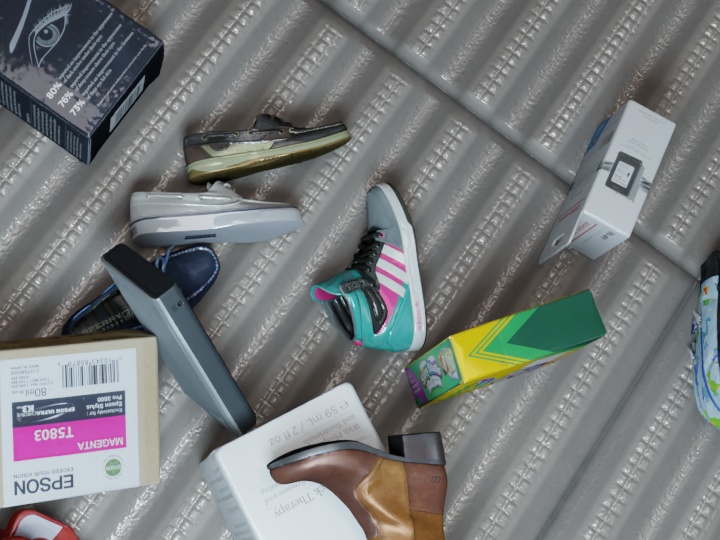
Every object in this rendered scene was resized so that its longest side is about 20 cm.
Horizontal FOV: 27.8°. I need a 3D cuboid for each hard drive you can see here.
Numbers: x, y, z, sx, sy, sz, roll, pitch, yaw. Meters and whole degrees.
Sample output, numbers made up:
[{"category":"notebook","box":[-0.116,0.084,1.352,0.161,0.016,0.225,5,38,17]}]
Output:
[{"category":"hard drive","box":[-0.191,0.074,1.537,0.033,0.139,0.201,-38,125,-17]}]

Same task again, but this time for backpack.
[{"category":"backpack","box":[0.470,0.100,1.729,0.162,0.154,0.201,12,52,-11]}]

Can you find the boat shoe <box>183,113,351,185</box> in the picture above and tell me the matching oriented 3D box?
[{"category":"boat shoe","box":[-0.110,-0.152,1.693,0.199,0.073,0.065,-14,85,-15]}]

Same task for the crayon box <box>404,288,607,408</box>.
[{"category":"crayon box","box":[0.157,0.091,1.623,0.172,0.200,0.059,-18,81,-15]}]

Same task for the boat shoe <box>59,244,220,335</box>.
[{"category":"boat shoe","box":[-0.238,0.037,1.621,0.200,0.069,0.084,-38,87,-18]}]

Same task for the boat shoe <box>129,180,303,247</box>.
[{"category":"boat shoe","box":[-0.166,-0.069,1.666,0.199,0.072,0.066,-6,73,-10]}]

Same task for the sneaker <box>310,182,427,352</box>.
[{"category":"sneaker","box":[0.000,0.000,1.678,0.120,0.084,0.201,-6,79,-23]}]

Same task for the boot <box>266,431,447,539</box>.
[{"category":"boot","box":[0.004,0.269,1.458,0.187,0.068,0.201,-2,84,-22]}]

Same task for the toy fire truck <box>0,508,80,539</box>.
[{"category":"toy fire truck","box":[-0.345,0.360,1.510,0.168,0.112,0.201,32,71,-28]}]

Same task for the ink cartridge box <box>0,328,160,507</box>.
[{"category":"ink cartridge box","box":[-0.314,0.152,1.523,0.199,0.075,0.166,-5,96,-31]}]

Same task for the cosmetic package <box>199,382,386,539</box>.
[{"category":"cosmetic package","box":[-0.051,0.253,1.557,0.167,0.166,0.201,-26,84,-17]}]

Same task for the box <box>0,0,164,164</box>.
[{"category":"box","box":[-0.346,-0.244,1.649,0.200,0.104,0.148,36,72,-1]}]

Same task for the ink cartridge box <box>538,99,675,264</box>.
[{"category":"ink cartridge box","box":[0.294,-0.090,1.742,0.066,0.116,0.201,27,73,-5]}]
